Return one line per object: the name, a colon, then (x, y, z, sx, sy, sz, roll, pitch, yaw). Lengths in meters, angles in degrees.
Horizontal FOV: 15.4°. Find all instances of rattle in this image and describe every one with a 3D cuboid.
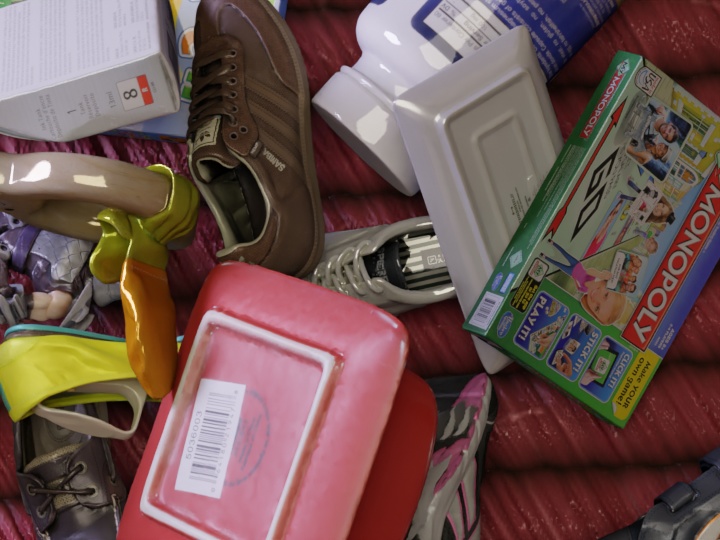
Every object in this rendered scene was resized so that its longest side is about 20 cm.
rattle: (-0.204, -0.009, 1.628, 0.199, 0.130, 0.143, 8, 93, -3)

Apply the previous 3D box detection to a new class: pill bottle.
pill bottle: (0.068, -0.150, 1.694, 0.120, 0.120, 0.200, 43, 87, 10)

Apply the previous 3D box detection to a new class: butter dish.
butter dish: (-0.024, 0.115, 1.591, 0.199, 0.148, 0.201, 18, 89, 48)

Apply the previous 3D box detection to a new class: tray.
tray: (0.095, -0.041, 1.652, 0.107, 0.022, 0.200, -32, 118, -24)

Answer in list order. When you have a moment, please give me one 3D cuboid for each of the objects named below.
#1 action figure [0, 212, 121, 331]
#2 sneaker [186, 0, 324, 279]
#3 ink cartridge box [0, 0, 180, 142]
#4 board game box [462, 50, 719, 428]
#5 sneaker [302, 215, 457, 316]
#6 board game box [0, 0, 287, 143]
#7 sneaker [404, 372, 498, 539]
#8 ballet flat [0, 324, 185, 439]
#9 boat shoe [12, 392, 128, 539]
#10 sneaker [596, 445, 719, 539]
action figure: (-0.229, -0.019, 1.707, 0.199, 0.070, 0.130, 17, 38, 8)
sneaker: (-0.075, -0.091, 1.668, 0.070, 0.075, 0.201, -25, 74, 34)
ink cartridge box: (-0.213, -0.118, 1.657, 0.200, 0.162, 0.050, -19, 116, 3)
board game box: (0.164, -0.018, 1.670, 0.134, 0.029, 0.200, 33, 83, -33)
sneaker: (0.000, 0.000, 1.700, 0.199, 0.071, 0.073, -18, 80, 2)
board game box: (-0.151, -0.164, 1.756, 0.199, 0.037, 0.152, 7, 82, 5)
sneaker: (0.043, 0.161, 1.675, 0.080, 0.086, 0.200, 3, 60, 37)
ballet flat: (-0.130, 0.072, 1.658, 0.199, 0.067, 0.067, 2, 67, -18)
boat shoe: (-0.184, 0.130, 1.667, 0.072, 0.065, 0.200, -21, 56, 11)
sneaker: (0.227, 0.146, 1.656, 0.199, 0.078, 0.080, -11, 85, -8)
